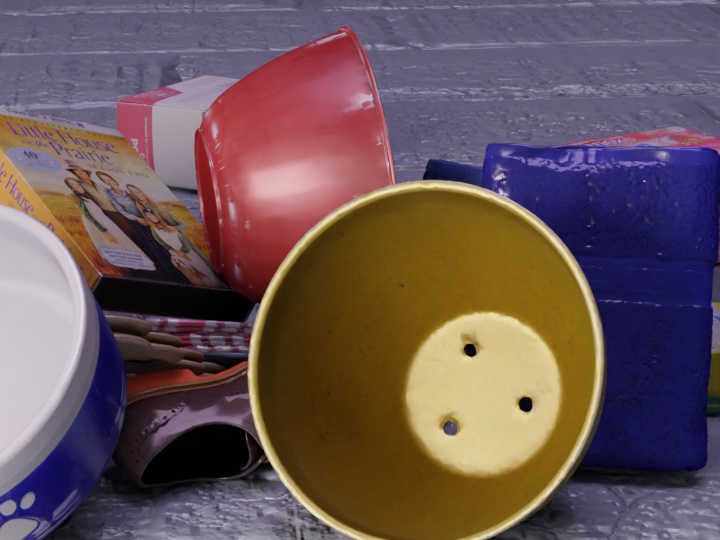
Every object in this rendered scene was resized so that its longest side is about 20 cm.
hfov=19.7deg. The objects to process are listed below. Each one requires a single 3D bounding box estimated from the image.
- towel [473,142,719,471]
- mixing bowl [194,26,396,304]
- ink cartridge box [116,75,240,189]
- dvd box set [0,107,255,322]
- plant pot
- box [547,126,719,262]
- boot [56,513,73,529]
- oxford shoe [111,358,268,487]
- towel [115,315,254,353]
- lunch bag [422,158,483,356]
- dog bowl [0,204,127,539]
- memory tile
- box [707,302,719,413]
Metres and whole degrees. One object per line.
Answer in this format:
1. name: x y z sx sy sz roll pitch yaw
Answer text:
1. towel: 0.144 0.022 1.271 0.147 0.201 0.050 2 -9 10
2. mixing bowl: -0.048 -0.053 1.353 0.108 0.201 0.200 -8 17 -10
3. ink cartridge box: -0.109 -0.127 1.966 0.199 0.083 0.146 10 18 32
4. dvd box set: -0.175 -0.039 1.406 0.146 0.029 0.200 8 31 -47
5. plant pot: 0.053 0.061 1.176 0.199 0.201 0.142 6 -8 19
6. box: 0.216 -0.052 1.684 0.199 0.095 0.102 -10 20 -32
7. boot: -0.263 0.107 1.199 0.199 0.068 0.131 -3 22 -4
8. oxford shoe: -0.058 0.093 1.261 0.199 0.072 0.073 -13 37 -20
9. towel: -0.072 0.051 1.396 0.199 0.030 0.146 3 -3 7
10. lunch bag: 0.115 0.008 1.395 0.199 0.133 0.135 9 -7 44
11. dog bowl: -0.231 0.063 1.127 0.199 0.079 0.201 -8 53 10
12. memory tile: -0.175 0.055 1.287 0.152 0.017 0.200 -2 -13 14
13. box: 0.307 0.053 1.411 0.199 0.049 0.117 -5 16 -8
